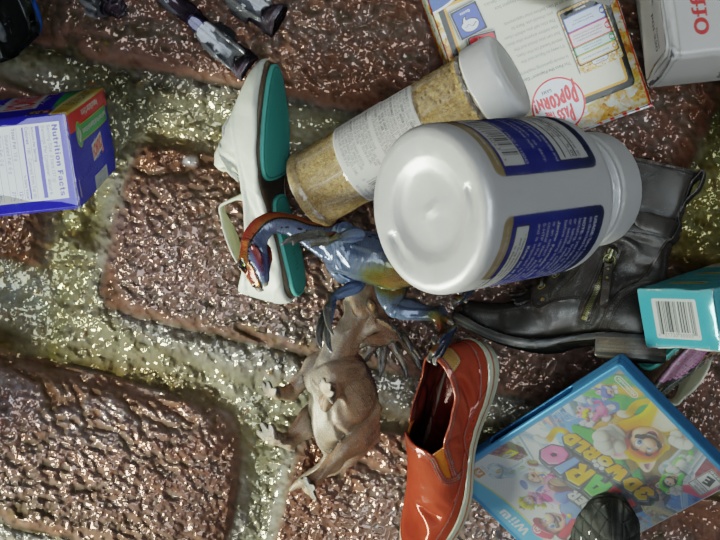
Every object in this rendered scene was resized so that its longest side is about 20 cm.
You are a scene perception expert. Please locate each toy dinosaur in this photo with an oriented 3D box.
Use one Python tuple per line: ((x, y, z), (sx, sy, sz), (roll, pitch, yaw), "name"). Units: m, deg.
((-0.009, 0.109, 1.076), (0.085, 0.135, 0.203), (29, 126, 36), "toy dinosaur")
((0.000, 0.000, 1.019), (0.180, 0.199, 0.106), (31, 119, 20), "toy dinosaur")

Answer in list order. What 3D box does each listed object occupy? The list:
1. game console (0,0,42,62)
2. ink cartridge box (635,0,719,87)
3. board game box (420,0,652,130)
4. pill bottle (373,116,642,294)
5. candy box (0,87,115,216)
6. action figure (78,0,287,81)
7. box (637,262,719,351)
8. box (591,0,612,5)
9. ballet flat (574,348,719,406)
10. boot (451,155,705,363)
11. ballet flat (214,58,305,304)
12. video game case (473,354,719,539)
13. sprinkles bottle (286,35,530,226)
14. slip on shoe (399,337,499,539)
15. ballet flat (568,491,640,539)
((-0.351, -0.247, 0.990), (0.117, 0.170, 0.202), (-27, 100, -24), "game console")
((0.319, -0.232, 1.004), (0.197, 0.085, 0.148), (-5, 81, -2), "ink cartridge box")
((0.135, -0.203, 1.040), (0.150, 0.046, 0.202), (-20, 99, 2), "board game box")
((0.117, -0.053, 0.949), (0.198, 0.119, 0.122), (-8, 103, -43), "pill bottle")
((-0.302, -0.087, 0.986), (0.197, 0.169, 0.078), (-6, 103, -1), "candy box")
((-0.155, -0.241, 1.018), (0.199, 0.069, 0.131), (35, 102, -3), "action figure")
((0.322, 0.015, 1.017), (0.198, 0.082, 0.050), (-16, 98, -32), "box")
((0.162, -0.317, 0.943), (0.111, 0.102, 0.202), (15, 72, 19), "box")
((0.244, 0.099, 1.089), (0.199, 0.069, 0.071), (-40, 118, 5), "ballet flat")
((0.181, -0.017, 1.066), (0.197, 0.069, 0.177), (5, 85, 15), "boot")
((-0.090, -0.070, 1.053), (0.068, 0.069, 0.203), (-6, 100, 0), "ballet flat")
((0.190, 0.169, 1.065), (0.143, 0.018, 0.200), (43, 126, -11), "video game case")
((0.035, -0.108, 1.013), (0.198, 0.068, 0.069), (-28, 99, 22), "sprinkles bottle")
((0.062, 0.153, 1.072), (0.061, 0.074, 0.203), (0, 111, -37), "slip on shoe")
((0.195, 0.272, 1.085), (0.065, 0.057, 0.202), (9, 128, 10), "ballet flat")
